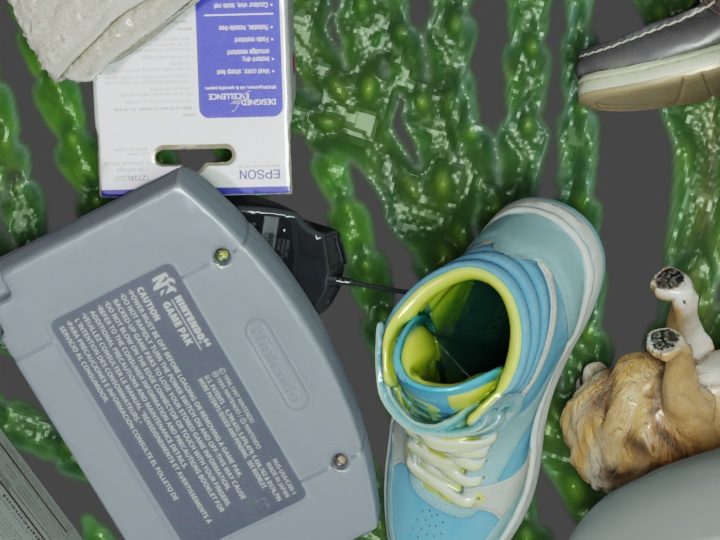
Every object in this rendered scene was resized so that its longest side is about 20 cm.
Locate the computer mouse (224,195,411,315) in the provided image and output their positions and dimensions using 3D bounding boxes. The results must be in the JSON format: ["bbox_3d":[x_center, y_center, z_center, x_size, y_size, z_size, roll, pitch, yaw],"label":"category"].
[{"bbox_3d":[0.000,0.000,1.305,0.198,0.034,0.059,11,114,-3],"label":"computer mouse"}]

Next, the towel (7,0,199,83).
[{"bbox_3d":[-0.136,-0.197,1.254,0.132,0.034,0.201,-34,82,26],"label":"towel"}]

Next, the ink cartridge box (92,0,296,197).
[{"bbox_3d":[-0.079,-0.136,1.288,0.094,0.037,0.202,-1,96,5],"label":"ink cartridge box"}]

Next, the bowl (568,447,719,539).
[{"bbox_3d":[0.207,0.135,1.220,0.199,0.199,0.075,30,59,-30],"label":"bowl"}]

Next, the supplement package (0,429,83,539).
[{"bbox_3d":[-0.222,0.156,1.304,0.155,0.111,0.201,-36,93,9],"label":"supplement package"}]

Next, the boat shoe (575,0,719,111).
[{"bbox_3d":[0.190,-0.124,1.250,0.199,0.072,0.065,-17,83,11],"label":"boat shoe"}]

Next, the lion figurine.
[{"bbox_3d":[0.188,0.050,1.256,0.198,0.073,0.123,-5,136,8],"label":"lion figurine"}]

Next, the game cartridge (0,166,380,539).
[{"bbox_3d":[-0.077,0.056,1.291,0.132,0.041,0.201,-24,111,14],"label":"game cartridge"}]

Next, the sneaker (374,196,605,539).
[{"bbox_3d":[0.037,0.069,1.240,0.079,0.130,0.201,23,112,18],"label":"sneaker"}]
